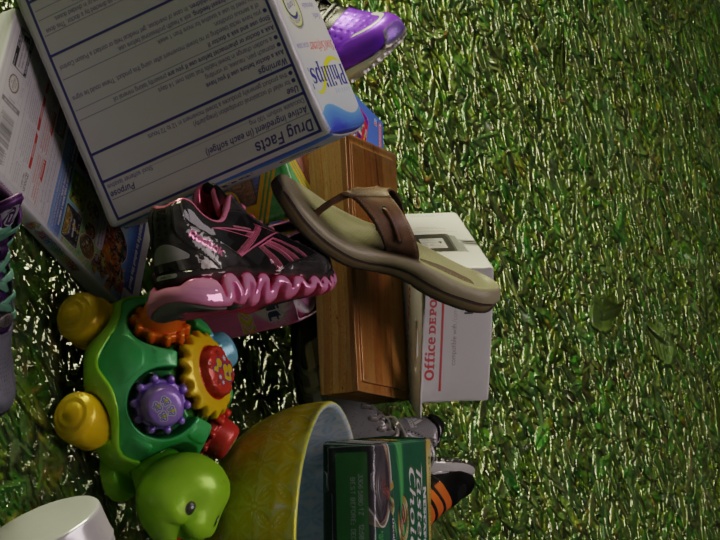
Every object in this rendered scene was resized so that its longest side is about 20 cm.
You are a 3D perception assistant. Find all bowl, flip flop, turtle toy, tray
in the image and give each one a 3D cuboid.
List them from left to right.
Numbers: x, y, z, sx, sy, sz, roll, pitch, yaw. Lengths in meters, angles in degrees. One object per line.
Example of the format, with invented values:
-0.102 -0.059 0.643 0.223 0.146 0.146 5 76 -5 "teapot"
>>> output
-0.140 0.103 1.515 0.146 0.101 0.201 36 46 -54 "turtle toy"
-0.072 0.196 1.581 0.200 0.107 0.201 -1 90 -77 "bowl"
0.000 0.000 1.667 0.099 0.037 0.201 17 67 -65 "tray"
0.023 -0.029 1.581 0.200 0.058 0.081 25 18 -16 "flip flop"

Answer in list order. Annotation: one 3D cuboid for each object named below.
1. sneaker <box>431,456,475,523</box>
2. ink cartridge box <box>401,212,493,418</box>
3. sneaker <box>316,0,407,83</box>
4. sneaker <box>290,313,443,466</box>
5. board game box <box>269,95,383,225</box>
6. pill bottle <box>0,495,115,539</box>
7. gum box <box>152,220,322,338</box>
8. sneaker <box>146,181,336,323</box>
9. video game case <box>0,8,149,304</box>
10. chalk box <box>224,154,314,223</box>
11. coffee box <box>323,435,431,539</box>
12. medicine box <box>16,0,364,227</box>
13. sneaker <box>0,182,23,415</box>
0.040 0.209 1.894 0.200 0.070 0.090 13 80 -62 "sneaker"
0.064 0.035 1.736 0.200 0.066 0.116 -115 -155 -70 "ink cartridge box"
-0.054 -0.201 1.763 0.070 0.200 0.100 -45 117 -38 "sneaker"
0.009 0.114 1.762 0.075 0.115 0.201 -116 -163 -67 "sneaker"
-0.029 -0.074 1.910 0.134 0.045 0.201 42 41 -51 "board game box"
-0.168 0.252 1.364 0.201 0.111 0.111 69 26 -13 "pill bottle"
-0.066 0.001 1.710 0.200 0.113 0.066 -29 103 -65 "gum box"
-0.085 -0.017 1.507 0.200 0.079 0.096 -4 78 -62 "sneaker"
-0.214 -0.074 1.554 0.200 0.018 0.144 51 34 -42 "video game case"
-0.102 -0.134 1.693 0.124 0.123 0.201 -28 103 -64 "chalk box"
0.015 0.187 1.619 0.200 0.044 0.123 19 71 -76 "coffee box"
-0.124 -0.158 1.545 0.201 0.182 0.103 67 17 -2 "medicine box"
-0.247 -0.004 1.362 0.074 0.087 0.201 -35 108 -64 "sneaker"
